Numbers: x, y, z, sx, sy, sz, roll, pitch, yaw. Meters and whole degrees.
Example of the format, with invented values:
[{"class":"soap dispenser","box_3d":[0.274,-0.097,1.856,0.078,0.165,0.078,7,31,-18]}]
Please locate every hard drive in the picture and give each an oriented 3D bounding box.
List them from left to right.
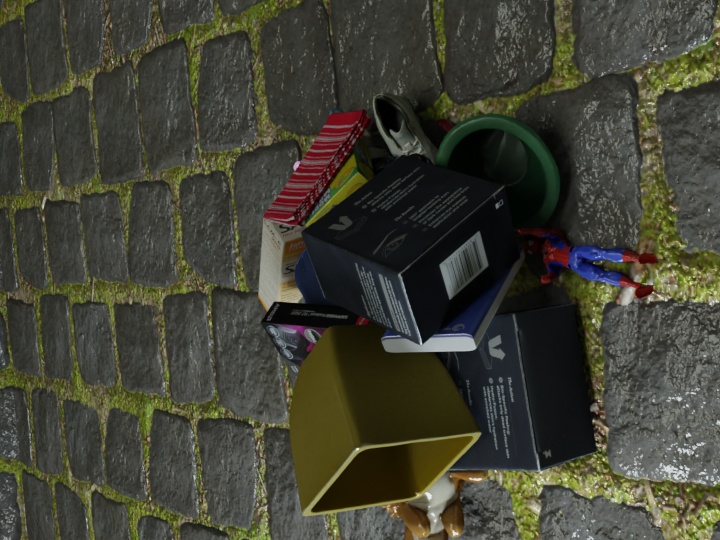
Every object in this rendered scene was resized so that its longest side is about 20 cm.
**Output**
[{"class":"hard drive","box_3d":[0.123,0.035,1.435,0.130,0.201,0.026,-4,122,32]}]

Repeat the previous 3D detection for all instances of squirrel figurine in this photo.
[{"class":"squirrel figurine","box_3d":[0.092,0.350,1.671,0.200,0.139,0.190,-137,41,-58]}]

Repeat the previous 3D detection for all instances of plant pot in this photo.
[{"class":"plant pot","box_3d":[0.009,0.185,1.476,0.195,0.193,0.202,-55,47,45]}]

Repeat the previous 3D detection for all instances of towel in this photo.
[{"class":"towel","box_3d":[-0.068,-0.156,1.655,0.202,0.022,0.144,-56,23,-9]}]

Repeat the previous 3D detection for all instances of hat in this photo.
[{"class":"hat","box_3d":[0.199,-0.162,1.520,0.200,0.176,0.165,46,121,-2]}]

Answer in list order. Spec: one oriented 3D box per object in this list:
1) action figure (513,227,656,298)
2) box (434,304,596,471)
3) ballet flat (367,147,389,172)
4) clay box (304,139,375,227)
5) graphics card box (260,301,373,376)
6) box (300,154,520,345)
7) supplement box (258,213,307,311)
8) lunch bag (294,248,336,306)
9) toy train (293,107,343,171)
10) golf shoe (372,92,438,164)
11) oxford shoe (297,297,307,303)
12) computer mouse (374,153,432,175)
[{"class":"action figure","box_3d":[0.265,-0.013,1.392,0.199,0.098,0.067,19,109,53]},{"class":"box","box_3d":[0.194,0.158,1.477,0.199,0.116,0.201,-12,86,54]},{"class":"ballet flat","box_3d":[0.011,-0.153,1.734,0.199,0.067,0.070,-20,66,52]},{"class":"clay box","box_3d":[-0.034,-0.124,1.635,0.115,0.047,0.201,-44,24,16]},{"class":"graphics card box","box_3d":[-0.041,0.109,1.646,0.197,0.051,0.126,4,137,36]},{"class":"box","box_3d":[0.065,-0.033,1.415,0.199,0.196,0.119,24,143,45]},{"class":"supplement box","box_3d":[-0.095,-0.017,1.802,0.074,0.124,0.202,54,151,33]},{"class":"lunch bag","box_3d":[0.000,0.000,1.712,0.201,0.131,0.137,-53,52,32]},{"class":"toy train","box_3d":[-0.065,-0.158,1.809,0.055,0.151,0.202,29,132,9]},{"class":"golf shoe","box_3d":[0.074,-0.172,1.595,0.078,0.097,0.201,-38,73,13]},{"class":"oxford shoe","box_3d":[-0.045,0.123,1.772,0.057,0.200,0.076,-36,24,18]},{"class":"computer mouse","box_3d":[0.081,-0.077,1.597,0.140,0.046,0.202,15,136,55]}]
